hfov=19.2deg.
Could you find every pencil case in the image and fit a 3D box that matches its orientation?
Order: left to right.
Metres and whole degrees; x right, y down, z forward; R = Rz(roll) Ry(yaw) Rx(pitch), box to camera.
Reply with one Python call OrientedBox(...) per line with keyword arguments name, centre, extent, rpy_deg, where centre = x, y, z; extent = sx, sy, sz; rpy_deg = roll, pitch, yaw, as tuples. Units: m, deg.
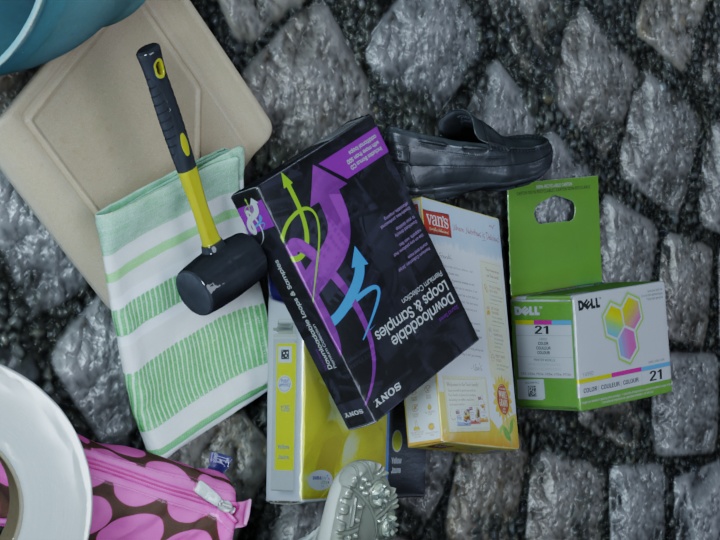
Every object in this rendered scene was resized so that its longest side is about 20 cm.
OrientedBox(name="pencil case", centre=(-0.174, 0.155, 1.490), extent=(0.199, 0.093, 0.092), rpy_deg=(20, 73, -44))

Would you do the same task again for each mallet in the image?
OrientedBox(name="mallet", centre=(-0.127, -0.060, 1.506), extent=(0.066, 0.041, 0.201), rpy_deg=(-44, 125, -33))

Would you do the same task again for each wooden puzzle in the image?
OrientedBox(name="wooden puzzle", centre=(-0.168, -0.099, 1.552), extent=(0.200, 0.037, 0.185), rpy_deg=(-54, 126, -28))

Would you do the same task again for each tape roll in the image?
OrientedBox(name="tape roll", centre=(-0.272, 0.151, 1.362), extent=(0.201, 0.037, 0.205), rpy_deg=(-2, 95, -21))

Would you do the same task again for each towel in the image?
OrientedBox(name="towel", centre=(-0.124, 0.024, 1.570), extent=(0.152, 0.023, 0.202), rpy_deg=(-32, 124, -44))

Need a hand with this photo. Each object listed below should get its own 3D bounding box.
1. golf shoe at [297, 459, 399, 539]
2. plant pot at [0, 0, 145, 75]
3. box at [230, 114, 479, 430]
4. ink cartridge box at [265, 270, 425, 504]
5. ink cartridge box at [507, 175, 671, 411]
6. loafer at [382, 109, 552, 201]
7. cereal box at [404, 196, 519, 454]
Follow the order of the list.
OrientedBox(name="golf shoe", centre=(-0.030, 0.222, 1.609), extent=(0.078, 0.097, 0.201), rpy_deg=(-23, 130, -45))
OrientedBox(name="plant pot", centre=(-0.229, -0.223, 1.386), extent=(0.188, 0.199, 0.202), rpy_deg=(-18, 102, -62))
OrientedBox(name="box", centre=(0.000, 0.000, 1.620), extent=(0.143, 0.036, 0.201), rpy_deg=(-36, 104, -42))
OrientedBox(name="ink cartridge box", centre=(-0.007, 0.081, 1.686), extent=(0.197, 0.047, 0.202), rpy_deg=(6, 86, -58))
OrientedBox(name="ink cartridge box", centre=(0.205, 0.018, 1.918), extent=(0.147, 0.075, 0.202), rpy_deg=(-7, 95, -47))
OrientedBox(name="loafer", centre=(0.092, -0.102, 1.806), extent=(0.200, 0.068, 0.071), rpy_deg=(-11, 106, -43))
OrientedBox(name="cereal box", centre=(0.077, 0.048, 1.754), extent=(0.144, 0.039, 0.202), rpy_deg=(14, 69, -59))
